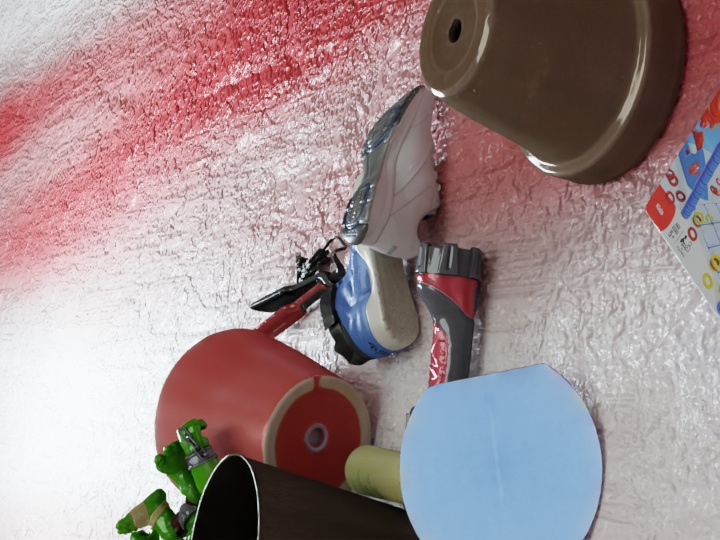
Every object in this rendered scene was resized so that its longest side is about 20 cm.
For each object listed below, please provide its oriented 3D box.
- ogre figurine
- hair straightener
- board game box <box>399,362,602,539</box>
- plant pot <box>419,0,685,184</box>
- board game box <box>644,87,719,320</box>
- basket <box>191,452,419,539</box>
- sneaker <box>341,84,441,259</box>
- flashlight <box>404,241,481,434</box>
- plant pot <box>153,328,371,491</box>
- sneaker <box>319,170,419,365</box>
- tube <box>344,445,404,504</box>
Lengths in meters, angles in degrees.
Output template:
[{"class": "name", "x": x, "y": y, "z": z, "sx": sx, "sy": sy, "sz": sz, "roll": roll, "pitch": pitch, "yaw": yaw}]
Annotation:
[{"class": "ogre figurine", "x": -0.174, "y": 0.258, "z": 1.578, "sx": 0.120, "sy": 0.098, "sz": 0.201, "roll": 42, "pitch": 106, "yaw": 23}, {"class": "hair straightener", "x": -0.072, "y": 0.009, "z": 1.784, "sx": 0.200, "sy": 0.040, "sz": 0.078, "roll": -41, "pitch": 48, "yaw": 50}, {"class": "board game box", "x": 0.128, "y": 0.171, "z": 1.347, "sx": 0.198, "sy": 0.039, "sz": 0.160, "roll": -14, "pitch": 76, "yaw": 30}, {"class": "plant pot", "x": 0.148, "y": -0.187, "z": 1.311, "sx": 0.200, "sy": 0.173, "sz": 0.203, "roll": -30, "pitch": 55, "yaw": 55}, {"class": "board game box", "x": 0.311, "y": -0.057, "z": 1.095, "sx": 0.197, "sy": 0.055, "sz": 0.201, "roll": -62, "pitch": 33, "yaw": 30}, {"class": "basket", "x": -0.048, "y": 0.280, "z": 1.488, "sx": 0.135, "sy": 0.198, "sz": 0.183, "roll": 6, "pitch": 85, "yaw": 58}, {"class": "sneaker", "x": 0.044, "y": -0.099, "z": 1.580, "sx": 0.074, "sy": 0.086, "sz": 0.202, "roll": -27, "pitch": 40, "yaw": 57}, {"class": "flashlight", "x": 0.075, "y": 0.076, "z": 1.470, "sx": 0.067, "sy": 0.067, "sz": 0.203, "roll": 1, "pitch": 81, "yaw": 60}, {"class": "plant pot", "x": -0.094, "y": 0.169, "z": 1.641, "sx": 0.176, "sy": 0.199, "sz": 0.204, "roll": 8, "pitch": 88, "yaw": 52}, {"class": "sneaker", "x": -0.001, "y": 0.000, "z": 1.620, "sx": 0.111, "sy": 0.076, "sz": 0.203, "roll": -28, "pitch": 63, "yaw": 44}, {"class": "tube", "x": 0.049, "y": 0.203, "z": 1.485, "sx": 0.199, "sy": 0.057, "sz": 0.053, "roll": -1, "pitch": 85, "yaw": 62}]
